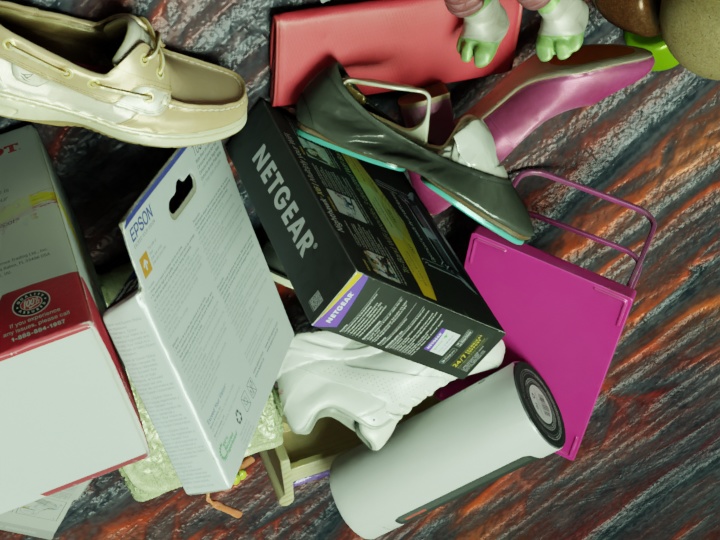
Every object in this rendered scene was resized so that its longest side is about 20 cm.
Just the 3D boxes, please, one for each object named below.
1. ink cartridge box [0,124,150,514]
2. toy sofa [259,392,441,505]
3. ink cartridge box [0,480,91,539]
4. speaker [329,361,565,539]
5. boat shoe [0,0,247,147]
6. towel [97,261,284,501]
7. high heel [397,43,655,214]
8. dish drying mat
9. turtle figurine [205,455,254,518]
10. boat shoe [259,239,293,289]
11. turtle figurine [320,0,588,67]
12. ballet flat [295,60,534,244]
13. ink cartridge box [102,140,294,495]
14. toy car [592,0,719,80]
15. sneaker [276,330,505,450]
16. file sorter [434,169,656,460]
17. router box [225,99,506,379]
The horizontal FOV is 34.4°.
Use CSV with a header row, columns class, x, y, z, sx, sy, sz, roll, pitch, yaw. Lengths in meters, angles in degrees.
class,x,y,z,sx,sy,sz,roll,pitch,yaw
ink cartridge box,-0.245,0.034,0.773,0.144,0.201,0.145,-20,139,-8
toy sofa,0.003,0.155,1.110,0.198,0.083,0.098,-16,135,-15
ink cartridge box,-0.315,0.144,0.915,0.198,0.045,0.176,17,143,-20
speaker,0.071,0.156,0.995,0.199,0.082,0.081,-31,140,23
boat shoe,-0.158,-0.131,0.757,0.198,0.074,0.069,2,134,-30
towel,-0.151,0.080,0.932,0.147,0.036,0.202,-25,111,-10
high heel,0.130,-0.108,0.890,0.198,0.067,0.097,-16,115,1
dish drying mat,0.028,-0.169,0.866,0.198,0.018,0.077,-11,135,-19
turtle figurine,-0.124,0.113,1.009,0.161,0.064,0.200,-40,118,-2
boat shoe,-0.001,-0.001,0.976,0.200,0.074,0.064,13,101,-31
turtle figurine,0.066,-0.188,0.752,0.143,0.201,0.194,-28,142,16
ballet flat,0.049,-0.090,0.840,0.198,0.068,0.069,26,104,-6
ink cartridge box,-0.114,0.016,0.811,0.040,0.200,0.202,-10,115,16
toy car,0.271,-0.199,0.836,0.157,0.201,0.164,-34,138,5
sneaker,0.025,0.097,0.961,0.198,0.100,0.078,-7,164,-4
file sorter,0.166,0.034,1.027,0.126,0.138,0.201,-52,159,-44
router box,0.001,-0.024,0.853,0.156,0.201,0.052,23,117,-41
